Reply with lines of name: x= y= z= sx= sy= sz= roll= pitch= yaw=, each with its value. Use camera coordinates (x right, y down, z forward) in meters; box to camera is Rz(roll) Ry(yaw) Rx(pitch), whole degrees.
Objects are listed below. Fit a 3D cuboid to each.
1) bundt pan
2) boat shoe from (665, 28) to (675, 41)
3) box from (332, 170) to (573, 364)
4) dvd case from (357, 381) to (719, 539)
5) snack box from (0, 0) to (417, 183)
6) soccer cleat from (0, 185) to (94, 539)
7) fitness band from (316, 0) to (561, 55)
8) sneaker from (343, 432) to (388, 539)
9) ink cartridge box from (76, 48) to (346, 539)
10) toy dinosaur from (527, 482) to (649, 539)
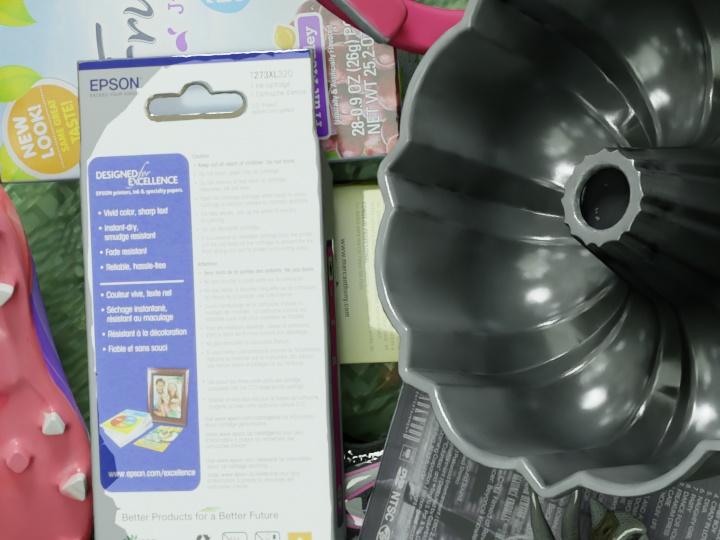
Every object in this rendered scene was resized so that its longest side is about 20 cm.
bundt pan: x=0.104 y=-0.019 z=0.688 sx=0.200 sy=0.075 sz=0.204 roll=-10 pitch=74 yaw=40
boat shoe: x=0.144 y=-0.081 z=0.762 sx=0.090 sy=0.071 sz=0.202 roll=13 pitch=91 yaw=11
box: x=0.000 y=0.000 z=0.804 sx=0.198 sy=0.050 sz=0.076 roll=-4 pitch=95 yaw=11
dvd case: x=0.089 y=0.137 z=0.739 sx=0.198 sy=0.016 sz=0.150 roll=17 pitch=92 yaw=17
snack box: x=-0.066 y=-0.140 z=0.793 sx=0.167 sy=0.068 sz=0.202 roll=-3 pitch=94 yaw=10
soccer cleat: x=-0.151 y=0.042 z=0.825 sx=0.066 sy=0.077 sz=0.202 roll=-12 pitch=120 yaw=-3
fitness band: x=0.015 y=-0.170 z=0.733 sx=0.200 sy=0.037 sz=0.144 roll=44 pitch=82 yaw=-12
sneaker: x=-0.038 y=0.099 z=0.816 sx=0.198 sy=0.080 sz=0.087 roll=-14 pitch=87 yaw=1
ink cartridge box: x=-0.057 y=0.019 z=0.759 sx=0.094 sy=0.037 sz=0.202 roll=-2 pitch=93 yaw=9
toy dinosaur: x=0.053 y=0.180 z=0.694 sx=0.102 sy=0.077 sz=0.201 roll=36 pitch=84 yaw=25
